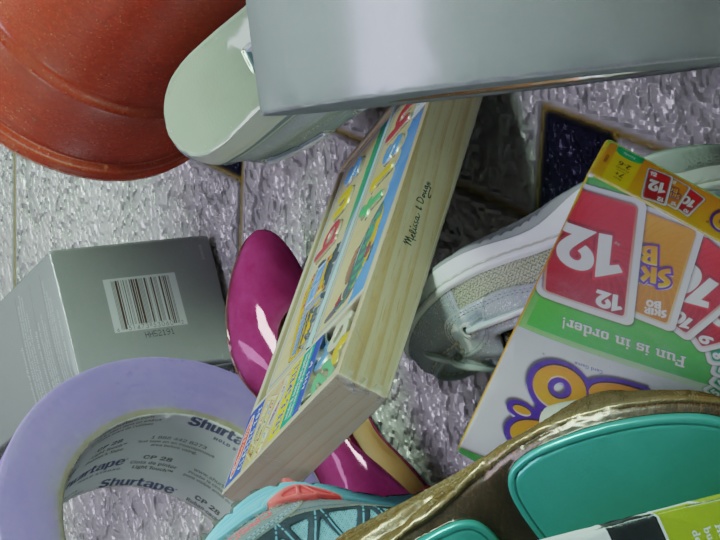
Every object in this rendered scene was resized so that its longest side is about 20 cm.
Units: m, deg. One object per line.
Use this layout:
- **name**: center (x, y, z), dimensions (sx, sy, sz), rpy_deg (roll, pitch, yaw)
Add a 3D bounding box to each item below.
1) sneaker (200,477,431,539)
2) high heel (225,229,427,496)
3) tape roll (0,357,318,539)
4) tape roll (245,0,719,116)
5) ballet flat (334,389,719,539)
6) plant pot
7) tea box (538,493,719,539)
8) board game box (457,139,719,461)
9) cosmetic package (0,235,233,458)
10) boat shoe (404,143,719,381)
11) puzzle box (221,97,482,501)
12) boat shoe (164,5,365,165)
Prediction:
- **sneaker**: center (0.019, 0.131, 0.919), dimensions (0.095, 0.199, 0.080), rpy_deg (15, 107, 55)
- **high heel**: center (-0.006, 0.061, 1.100), dimensions (0.096, 0.067, 0.201), rpy_deg (-27, 72, 36)
- **tape roll**: center (-0.102, 0.151, 1.126), dimensions (0.085, 0.199, 0.201), rpy_deg (-56, 50, 49)
- **tape roll**: center (0.057, -0.099, 0.798), dimensions (0.200, 0.200, 0.066), rpy_deg (-3, 95, 59)
- **ballet flat**: center (0.062, 0.091, 0.839), dimensions (0.068, 0.200, 0.072), rpy_deg (54, -166, -18)
- **plant pot**: center (-0.103, -0.178, 1.076), dimensions (0.195, 0.200, 0.201), rpy_deg (-40, 63, 47)
- **tea box**: center (0.102, 0.177, 0.789), dimensions (0.200, 0.196, 0.134), rpy_deg (-48, 57, 52)
- **board game box**: center (0.104, 0.041, 0.855), dimensions (0.095, 0.030, 0.200), rpy_deg (28, 142, 7)
- **cosmetic package**: center (-0.164, 0.052, 1.302), dimensions (0.200, 0.106, 0.091), rpy_deg (-42, 61, 57)
- **boat shoe**: center (0.086, 0.011, 0.904), dimensions (0.202, 0.074, 0.065), rpy_deg (-32, 71, 48)
- **puzzle box**: center (0.000, 0.000, 0.978), dimensions (0.133, 0.025, 0.200), rpy_deg (-49, 18, 52)
- **boat shoe**: center (-0.004, -0.114, 1.017), dimensions (0.201, 0.071, 0.070), rpy_deg (-34, 67, 28)
